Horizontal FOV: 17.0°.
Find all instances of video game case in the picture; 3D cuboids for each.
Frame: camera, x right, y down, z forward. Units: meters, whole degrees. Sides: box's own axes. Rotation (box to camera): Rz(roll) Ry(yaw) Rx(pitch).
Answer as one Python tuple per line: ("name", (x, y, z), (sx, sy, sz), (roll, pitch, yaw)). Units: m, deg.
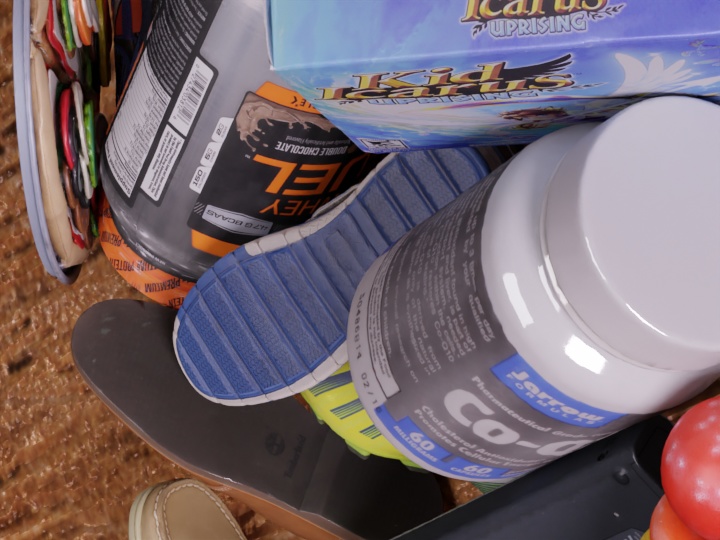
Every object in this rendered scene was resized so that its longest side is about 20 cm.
("video game case", (0.080, -0.082, 0.880), (0.199, 0.181, 0.046), (-4, 82, 10))

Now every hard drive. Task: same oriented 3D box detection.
("hard drive", (0.103, 0.149, 1.040), (0.140, 0.033, 0.200), (46, 139, -10))

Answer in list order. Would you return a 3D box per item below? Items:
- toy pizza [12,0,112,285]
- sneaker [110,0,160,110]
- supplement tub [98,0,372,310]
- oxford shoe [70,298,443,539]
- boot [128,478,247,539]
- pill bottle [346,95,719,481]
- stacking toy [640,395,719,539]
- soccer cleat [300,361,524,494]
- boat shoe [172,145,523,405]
("toy pizza", (-0.144, -0.093, 1.220), (0.200, 0.032, 0.201), (-2, -90, -88))
("sneaker", (-0.096, -0.134, 1.243), (0.078, 0.075, 0.201), (-144, 56, -60))
("supplement tub", (-0.050, -0.080, 1.147), (0.123, 0.122, 0.200), (52, 134, 28))
("oxford shoe", (-0.060, 0.087, 1.178), (0.200, 0.071, 0.071), (34, 151, -5))
("boot", (-0.033, 0.177, 1.224), (0.155, 0.073, 0.200), (-39, 70, 47))
("pill bottle", (0.081, 0.009, 0.932), (0.200, 0.114, 0.114), (-36, 70, 62))
("stacking toy", (0.130, 0.128, 0.909), (0.085, 0.085, 0.200), (44, 147, 34))
("soccer cleat", (0.048, 0.061, 1.102), (0.200, 0.065, 0.084), (27, 135, 36))
("boat shoe", (0.000, 0.000, 1.106), (0.200, 0.072, 0.072), (-31, 86, 31))
